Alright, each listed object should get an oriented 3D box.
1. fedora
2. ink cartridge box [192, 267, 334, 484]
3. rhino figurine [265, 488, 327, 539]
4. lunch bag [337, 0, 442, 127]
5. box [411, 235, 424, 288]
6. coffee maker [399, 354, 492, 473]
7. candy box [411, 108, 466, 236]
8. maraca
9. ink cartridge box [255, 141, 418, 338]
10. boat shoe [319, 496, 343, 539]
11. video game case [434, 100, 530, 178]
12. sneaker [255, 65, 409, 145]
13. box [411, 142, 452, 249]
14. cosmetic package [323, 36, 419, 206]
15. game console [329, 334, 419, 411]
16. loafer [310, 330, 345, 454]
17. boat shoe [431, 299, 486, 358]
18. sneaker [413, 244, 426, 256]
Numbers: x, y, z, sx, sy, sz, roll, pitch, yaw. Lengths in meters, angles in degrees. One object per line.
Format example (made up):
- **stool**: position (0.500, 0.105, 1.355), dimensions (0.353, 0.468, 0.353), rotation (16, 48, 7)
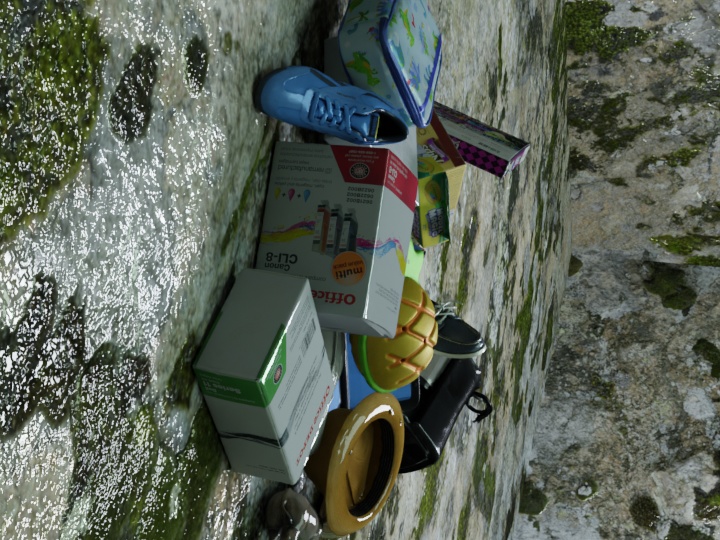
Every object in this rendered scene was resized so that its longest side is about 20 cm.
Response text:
- **fedora**: position (-0.017, 0.244, 1.695), dimensions (0.200, 0.081, 0.202), rotation (-35, 133, -47)
- **ink cartridge box**: position (-0.101, 0.119, 1.433), dimensions (0.201, 0.083, 0.147), rotation (78, 28, -47)
- **rhino figurine**: position (-0.077, 0.329, 1.644), dimensions (0.200, 0.059, 0.088), rotation (60, 30, -69)
- **lunch bag**: position (0.043, -0.275, 1.625), dimensions (0.201, 0.082, 0.161), rotation (-75, 147, -48)
- **box**: position (0.042, 0.052, 1.905), dimensions (0.078, 0.094, 0.201), rotation (-52, 143, -60)
- **coffee maker**: position (0.106, 0.213, 2.009), dimensions (0.135, 0.192, 0.200), rotation (-55, -179, 46)
- **candy box**: position (0.096, -0.135, 1.916), dimensions (0.200, 0.056, 0.117), rotation (100, -32, -58)
- **maraca**: position (0.042, 0.058, 1.651), dimensions (0.137, 0.106, 0.201), rotation (-20, 116, -52)
- **ink cartridge box**: position (-0.028, -0.033, 1.529), dimensions (0.145, 0.144, 0.201), rotation (35, 61, -71)
- **boat shoe**: position (-0.019, 0.299, 1.837), dimensions (0.200, 0.074, 0.067), rotation (-60, 139, -59)
- **video game case**: position (0.154, -0.211, 2.016), dimensions (0.036, 0.199, 0.181), rotation (-68, 170, 20)
- **sneaker**: position (-0.026, -0.183, 1.475), dimensions (0.199, 0.078, 0.066), rotation (10, 106, -42)
- **box**: position (0.072, -0.118, 1.828), dimensions (0.200, 0.048, 0.118), rotation (-131, -152, -50)
- **cosmetic package**: position (0.016, -0.188, 1.678), dimensions (0.200, 0.051, 0.152), rotation (46, 40, -54)
- **game console**: position (0.002, 0.142, 1.753), dimensions (0.176, 0.116, 0.201), rotation (-58, 149, -57)
- **loafer**: position (-0.061, 0.134, 1.611), dimensions (0.070, 0.069, 0.201), rotation (22, 76, -81)
- **boat shoe**: position (0.111, 0.074, 1.984), dimensions (0.075, 0.200, 0.062), rotation (-20, 122, -34)
- **sneaker**: position (0.000, 0.000, 1.711), dimensions (0.200, 0.078, 0.076), rotation (-22, 143, -51)
